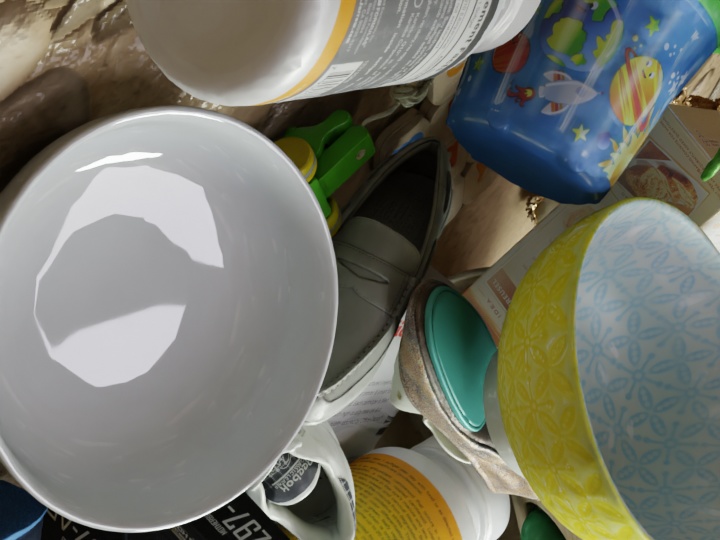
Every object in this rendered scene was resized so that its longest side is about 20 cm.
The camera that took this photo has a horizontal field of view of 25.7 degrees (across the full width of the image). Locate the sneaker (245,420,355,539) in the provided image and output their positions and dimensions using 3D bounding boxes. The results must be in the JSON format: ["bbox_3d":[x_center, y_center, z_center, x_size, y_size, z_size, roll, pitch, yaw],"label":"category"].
[{"bbox_3d":[-0.064,0.078,0.885,0.076,0.081,0.200,-37,119,7],"label":"sneaker"}]

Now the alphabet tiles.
[{"bbox_3d":[0.082,-0.110,1.037,0.200,0.015,0.196,-40,156,-21],"label":"alphabet tiles"}]

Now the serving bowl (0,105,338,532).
[{"bbox_3d":[-0.108,0.019,0.761,0.198,0.066,0.203,-9,105,-36],"label":"serving bowl"}]

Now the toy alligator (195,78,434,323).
[{"bbox_3d":[-0.036,-0.053,0.870,0.200,0.054,0.060,-50,145,-20],"label":"toy alligator"}]

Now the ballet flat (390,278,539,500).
[{"bbox_3d":[0.057,0.077,0.926,0.200,0.067,0.069,53,48,-39],"label":"ballet flat"}]

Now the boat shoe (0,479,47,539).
[{"bbox_3d":[-0.235,0.171,0.812,0.199,0.084,0.069,-11,125,-53],"label":"boat shoe"}]

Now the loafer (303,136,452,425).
[{"bbox_3d":[0.000,0.000,0.886,0.070,0.069,0.201,106,9,-49],"label":"loafer"}]

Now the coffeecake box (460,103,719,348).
[{"bbox_3d":[0.168,-0.011,1.008,0.200,0.073,0.153,-44,163,24],"label":"coffeecake box"}]

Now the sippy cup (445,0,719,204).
[{"bbox_3d":[0.115,-0.112,0.857,0.139,0.177,0.131,38,76,-51],"label":"sippy cup"}]

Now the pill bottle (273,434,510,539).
[{"bbox_3d":[0.005,0.182,1.011,0.199,0.111,0.112,-27,149,-42],"label":"pill bottle"}]

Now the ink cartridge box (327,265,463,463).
[{"bbox_3d":[-0.036,0.075,1.023,0.201,0.086,0.146,-57,156,14],"label":"ink cartridge box"}]

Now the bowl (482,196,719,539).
[{"bbox_3d":[0.132,0.068,0.871,0.107,0.203,0.199,-15,-177,40],"label":"bowl"}]

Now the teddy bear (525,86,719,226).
[{"bbox_3d":[0.207,-0.097,1.241,0.199,0.067,0.146,-33,144,-19],"label":"teddy bear"}]

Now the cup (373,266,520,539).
[{"bbox_3d":[0.090,0.097,1.192,0.200,0.200,0.143,-47,-174,-4],"label":"cup"}]

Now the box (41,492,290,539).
[{"bbox_3d":[-0.109,0.174,0.897,0.043,0.200,0.161,-25,149,-43],"label":"box"}]

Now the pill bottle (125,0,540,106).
[{"bbox_3d":[-0.003,-0.139,0.709,0.199,0.116,0.117,-17,142,-52],"label":"pill bottle"}]

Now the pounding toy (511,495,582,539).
[{"bbox_3d":[0.189,0.179,1.058,0.199,0.142,0.186,-30,127,-18],"label":"pounding toy"}]
